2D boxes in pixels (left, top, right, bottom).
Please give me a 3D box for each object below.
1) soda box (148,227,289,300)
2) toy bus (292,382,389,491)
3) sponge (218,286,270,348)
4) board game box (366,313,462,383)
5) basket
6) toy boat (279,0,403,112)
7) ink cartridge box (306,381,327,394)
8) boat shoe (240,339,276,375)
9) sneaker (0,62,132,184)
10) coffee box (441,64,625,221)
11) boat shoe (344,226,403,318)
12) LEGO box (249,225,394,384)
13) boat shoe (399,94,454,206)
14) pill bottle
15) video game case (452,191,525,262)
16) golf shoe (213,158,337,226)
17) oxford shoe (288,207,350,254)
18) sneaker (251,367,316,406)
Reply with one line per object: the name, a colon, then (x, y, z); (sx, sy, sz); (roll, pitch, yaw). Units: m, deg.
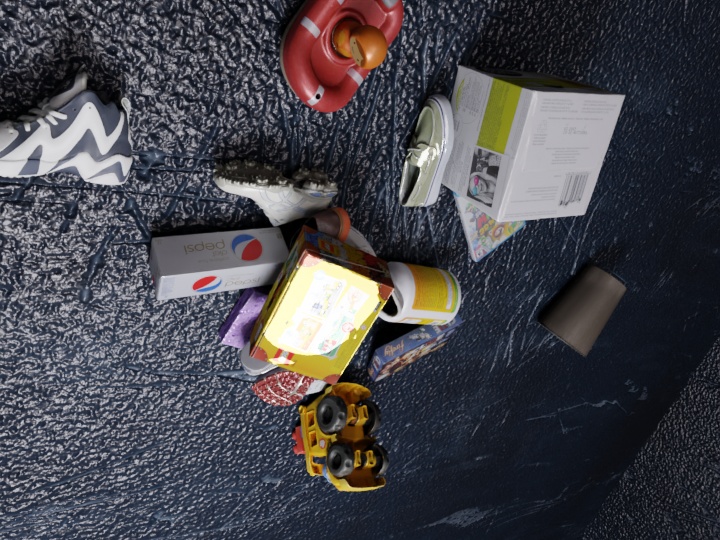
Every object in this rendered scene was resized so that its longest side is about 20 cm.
soda box: (-0.207, -0.013, 0.827); (0.197, 0.069, 0.064); (-8, 151, -31)
toy bus: (-0.058, 0.354, 1.117); (0.191, 0.203, 0.135); (-31, 147, 31)
sponge: (-0.145, 0.102, 0.990); (0.199, 0.030, 0.112); (26, 104, -43)
board game box: (0.112, 0.162, 1.170); (0.197, 0.035, 0.136); (-24, 158, -19)
basket: (0.579, 0.098, 1.427); (0.179, 0.136, 0.201); (31, 97, -39)
toy boat: (-0.012, -0.302, 0.728); (0.130, 0.131, 0.201); (32, 100, -43)
ink cartridge box: (-0.048, 0.149, 1.062); (0.201, 0.039, 0.099); (-53, 159, 8)
boat shoe: (-0.118, 0.111, 0.950); (0.199, 0.072, 0.066); (-41, 168, -23)
sneaker: (-0.351, -0.174, 0.618); (0.196, 0.079, 0.131); (4, 117, -37)
coffee box: (0.271, -0.219, 0.928); (0.196, 0.198, 0.203); (-6, 120, -26)
boat shoe: (0.000, 0.000, 0.916); (0.071, 0.066, 0.201); (-35, 96, 4)
LEGO box: (-0.062, 0.058, 0.838); (0.147, 0.078, 0.202); (22, 114, -20)
boat shoe: (0.109, -0.192, 0.932); (0.061, 0.072, 0.203); (-17, 131, -27)
pill bottle: (0.089, 0.043, 1.055); (0.197, 0.111, 0.113); (8, 116, -38)
video game case: (0.267, -0.127, 1.126); (0.142, 0.018, 0.201); (-36, 134, -8)
golf shoe: (-0.129, -0.106, 0.827); (0.197, 0.079, 0.098); (3, 124, -35)
oxford shoe: (-0.095, -0.024, 0.884); (0.072, 0.072, 0.201); (-9, 142, -47)
sneaker: (-0.108, 0.174, 0.993); (0.198, 0.083, 0.078); (-30, 118, 12)
